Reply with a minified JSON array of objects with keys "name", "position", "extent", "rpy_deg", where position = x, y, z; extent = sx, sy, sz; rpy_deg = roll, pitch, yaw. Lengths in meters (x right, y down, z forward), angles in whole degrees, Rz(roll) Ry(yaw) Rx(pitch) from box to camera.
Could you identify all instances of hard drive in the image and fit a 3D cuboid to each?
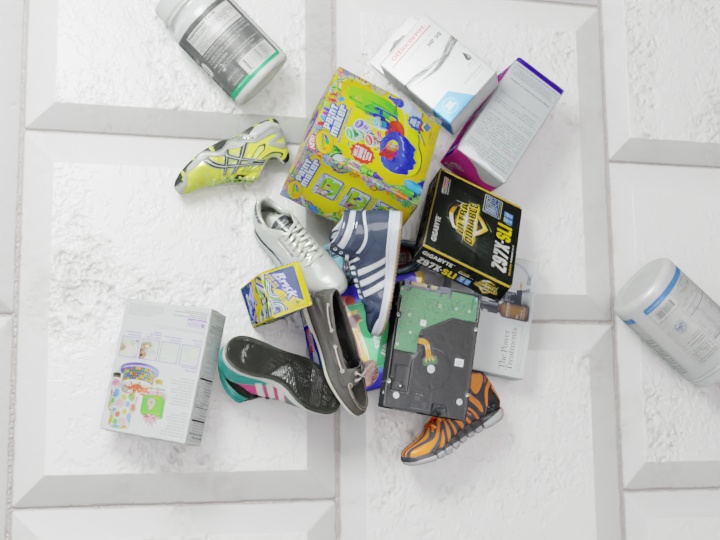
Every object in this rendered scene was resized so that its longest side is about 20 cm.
[{"name":"hard drive","position":[0.109,0.125,1.665],"extent":[0.139,0.038,0.201],"rpy_deg":[11,80,-13]}]

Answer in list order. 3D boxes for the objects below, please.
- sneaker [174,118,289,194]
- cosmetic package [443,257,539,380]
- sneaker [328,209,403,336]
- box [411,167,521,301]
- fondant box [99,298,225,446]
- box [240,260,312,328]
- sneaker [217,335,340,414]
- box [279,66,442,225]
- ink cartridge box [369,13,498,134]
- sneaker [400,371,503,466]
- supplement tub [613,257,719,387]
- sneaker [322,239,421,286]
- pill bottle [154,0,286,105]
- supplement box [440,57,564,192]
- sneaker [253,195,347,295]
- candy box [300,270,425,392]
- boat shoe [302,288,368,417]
[{"name":"sneaker","position":[-0.200,-0.167,1.688],"extent":[0.199,0.075,0.077],"rpy_deg":[-30,90,-15]},{"name":"cosmetic package","position":[0.208,0.071,1.774],"extent":[0.150,0.052,0.201],"rpy_deg":[11,79,-10]},{"name":"sneaker","position":[0.000,0.000,1.622],"extent":[0.108,0.070,0.201],"rpy_deg":[7,109,-3]},{"name":"box","position":[0.176,-0.060,1.732],"extent":[0.159,0.049,0.201],"rpy_deg":[27,43,-9]},{"name":"fondant box","position":[-0.294,0.151,1.595],"extent":[0.143,0.058,0.201],"rpy_deg":[7,78,18]},{"name":"box","position":[-0.130,0.039,1.611],"extent":[0.064,0.200,0.070],"rpy_deg":[-17,87,-16]},{"name":"sneaker","position":[-0.135,0.172,1.633],"extent":[0.199,0.121,0.084],"rpy_deg":[29,63,-15]},{"name":"box","position":[0.003,-0.178,1.681],"extent":[0.192,0.122,0.201],"rpy_deg":[25,49,-10]},{"name":"ink cartridge box","position":[0.114,-0.334,1.755],"extent":[0.200,0.067,0.116],"rpy_deg":[42,91,14]},{"name":"sneaker","position":[0.131,0.227,1.713],"extent":[0.199,0.077,0.113],"rpy_deg":[-28,99,-28]},{"name":"supplement tub","position":[0.543,0.088,1.817],"extent":[0.200,0.132,0.132],"rpy_deg":[42,74,-6]},{"name":"sneaker","position":[0.013,-0.022,1.711],"extent":[0.199,0.096,0.080],"rpy_deg":[-10,84,-16]},{"name":"pill bottle","position":[-0.222,-0.370,1.691],"extent":[0.200,0.113,0.113],"rpy_deg":[46,74,-4]},{"name":"supplement box","position":[0.238,-0.241,1.800],"extent":[0.103,0.101,0.201],"rpy_deg":[34,75,-7]},{"name":"sneaker","position":[-0.098,-0.034,1.656],"extent":[0.200,0.081,0.076],"rpy_deg":[40,62,21]},{"name":"candy box","position":[0.018,0.105,1.705],"extent":[0.199,0.077,0.170],"rpy_deg":[-12,85,-17]},{"name":"boat shoe","position":[-0.026,0.123,1.608],"extent":[0.057,0.067,0.201],"rpy_deg":[-22,92,26]}]
